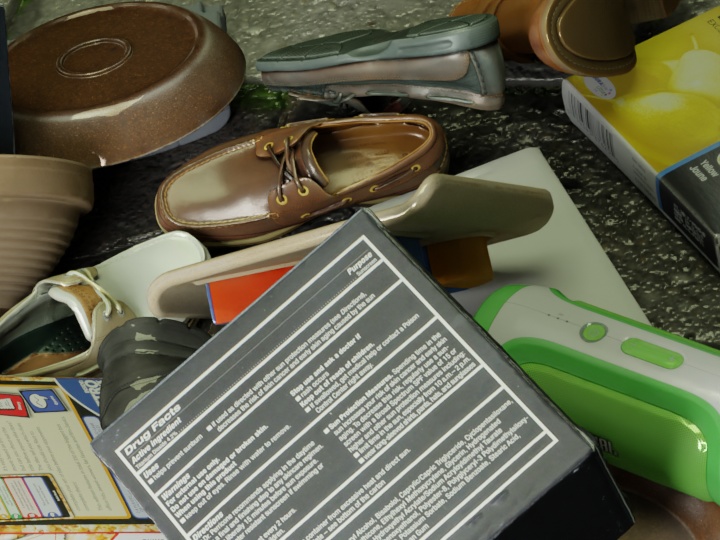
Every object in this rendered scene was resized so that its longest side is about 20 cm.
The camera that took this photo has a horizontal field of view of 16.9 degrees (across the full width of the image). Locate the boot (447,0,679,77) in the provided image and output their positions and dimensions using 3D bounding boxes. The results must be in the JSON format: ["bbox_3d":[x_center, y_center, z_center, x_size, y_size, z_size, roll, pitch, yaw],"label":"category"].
[{"bbox_3d":[0.115,-0.163,1.633,0.154,0.074,0.200,-8,12,31],"label":"boot"}]

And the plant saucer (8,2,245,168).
[{"bbox_3d":[-0.180,-0.134,1.676,0.200,0.035,0.200,-10,32,6],"label":"plant saucer"}]

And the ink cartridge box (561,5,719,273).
[{"bbox_3d":[0.266,-0.104,1.584,0.200,0.047,0.198,-28,43,-10],"label":"ink cartridge box"}]

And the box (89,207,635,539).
[{"bbox_3d":[0.003,0.113,1.287,0.200,0.123,0.198,-40,60,-4],"label":"box"}]

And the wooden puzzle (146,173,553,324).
[{"bbox_3d":[0.000,0.000,1.444,0.200,0.185,0.046,-21,79,25],"label":"wooden puzzle"}]

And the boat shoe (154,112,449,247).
[{"bbox_3d":[-0.039,-0.068,1.593,0.200,0.068,0.072,-13,76,-3],"label":"boat shoe"}]

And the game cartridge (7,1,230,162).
[{"bbox_3d":[-0.192,-0.127,1.746,0.200,0.041,0.133,-11,39,5],"label":"game cartridge"}]

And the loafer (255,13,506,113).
[{"bbox_3d":[0.012,-0.127,1.617,0.200,0.063,0.072,-4,18,42],"label":"loafer"}]

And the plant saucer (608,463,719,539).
[{"bbox_3d":[0.110,0.173,1.343,0.200,0.035,0.200,-7,43,7],"label":"plant saucer"}]

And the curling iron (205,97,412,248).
[{"bbox_3d":[-0.041,-0.071,1.654,0.200,0.026,0.050,-42,27,-20],"label":"curling iron"}]

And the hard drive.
[{"bbox_3d":[0.089,0.008,1.529,0.132,0.026,0.200,-21,43,-6],"label":"hard drive"}]

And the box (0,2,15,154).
[{"bbox_3d":[-0.334,-0.107,1.607,0.148,0.107,0.200,-2,-8,-30],"label":"box"}]

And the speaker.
[{"bbox_3d":[0.156,0.071,1.350,0.200,0.089,0.088,20,53,33],"label":"speaker"}]

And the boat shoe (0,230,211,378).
[{"bbox_3d":[-0.172,0.036,1.532,0.075,0.068,0.200,38,66,25],"label":"boat shoe"}]

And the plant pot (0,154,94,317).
[{"bbox_3d":[-0.271,-0.015,1.578,0.200,0.201,0.093,-6,84,10],"label":"plant pot"}]

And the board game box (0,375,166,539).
[{"bbox_3d":[-0.190,0.121,1.401,0.200,0.046,0.152,4,32,-31],"label":"board game box"}]

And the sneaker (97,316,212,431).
[{"bbox_3d":[-0.060,0.089,1.431,0.200,0.076,0.091,6,43,-1],"label":"sneaker"}]
